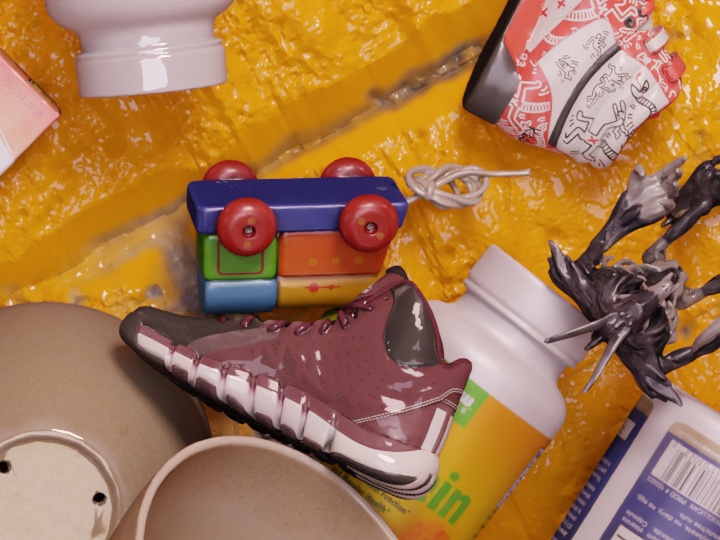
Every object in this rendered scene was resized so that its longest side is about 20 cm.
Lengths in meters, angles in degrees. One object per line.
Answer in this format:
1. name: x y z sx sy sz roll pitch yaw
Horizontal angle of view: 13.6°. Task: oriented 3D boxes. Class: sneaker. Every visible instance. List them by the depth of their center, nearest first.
1. sneaker: -0.027 0.038 1.678 0.200 0.076 0.116 26 81 13
2. sneaker: 0.149 -0.159 1.740 0.108 0.067 0.202 26 96 -8

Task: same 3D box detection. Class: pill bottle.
1. pill bottle: -0.128 -0.200 1.687 0.113 0.113 0.201 -6 96 -4
2. pill bottle: 0.047 0.088 1.731 0.111 0.111 0.200 37 91 -7
3. pill bottle: 0.165 0.174 1.751 0.111 0.111 0.200 32 92 -7

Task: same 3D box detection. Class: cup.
1. cup: -0.076 0.211 1.622 0.200 0.200 0.143 43 128 -7

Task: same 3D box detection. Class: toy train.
1. toy train: 0.000 0.000 1.742 0.199 0.085 0.116 -2 111 -11

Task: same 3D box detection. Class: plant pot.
1. plant pot: -0.179 0.124 1.704 0.200 0.134 0.201 0 95 -5

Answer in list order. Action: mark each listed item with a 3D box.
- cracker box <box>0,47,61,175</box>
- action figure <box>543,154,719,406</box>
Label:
1. cracker box: -0.286 -0.067 1.714 0.200 0.058 0.134 -45 97 1
2. action figure: 0.181 -0.005 1.695 0.119 0.200 0.102 46 130 5
